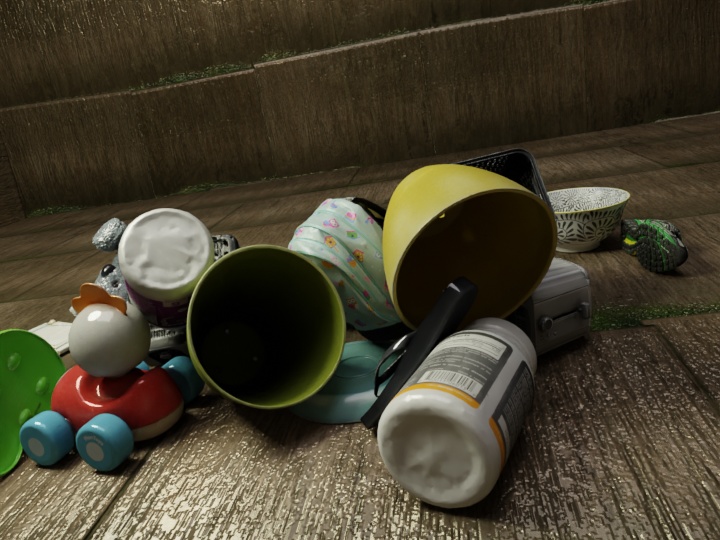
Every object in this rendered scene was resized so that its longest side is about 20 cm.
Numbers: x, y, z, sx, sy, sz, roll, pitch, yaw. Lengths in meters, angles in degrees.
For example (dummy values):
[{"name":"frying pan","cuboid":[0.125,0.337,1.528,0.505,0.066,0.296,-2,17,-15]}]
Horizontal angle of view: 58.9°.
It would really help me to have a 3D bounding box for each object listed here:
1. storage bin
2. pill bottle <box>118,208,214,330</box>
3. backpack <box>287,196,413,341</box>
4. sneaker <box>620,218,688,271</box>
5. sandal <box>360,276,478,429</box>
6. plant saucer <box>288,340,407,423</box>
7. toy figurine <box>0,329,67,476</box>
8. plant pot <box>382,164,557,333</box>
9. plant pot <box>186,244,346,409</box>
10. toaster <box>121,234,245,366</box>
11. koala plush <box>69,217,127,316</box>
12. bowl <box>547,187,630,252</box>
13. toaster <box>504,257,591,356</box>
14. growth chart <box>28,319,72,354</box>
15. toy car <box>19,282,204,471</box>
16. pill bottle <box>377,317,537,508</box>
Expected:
[{"name":"storage bin","cuboid":[0.163,-0.079,0.924,0.198,0.136,0.094,-14,-15,-5]},{"name":"pill bottle","cuboid":[-0.246,0.011,0.826,0.111,0.113,0.200,-15,-16,-19]},{"name":"backpack","cuboid":[0.000,0.000,0.850,0.166,0.200,0.127,-16,30,51]},{"name":"sneaker","cuboid":[0.506,-0.054,1.072,0.084,0.079,0.200,-7,16,7]},{"name":"sandal","cuboid":[0.060,0.089,0.706,0.043,0.201,0.076,37,13,24]},{"name":"plant saucer","cuboid":[-0.004,0.135,0.831,0.198,0.028,0.200,-10,16,3]},{"name":"toy figurine","cuboid":[-0.511,0.192,0.825,0.183,0.151,0.201,-19,38,17]},{"name":"plant pot","cuboid":[0.105,-0.043,0.745,0.198,0.201,0.142,-14,41,-13]},{"name":"plant pot","cuboid":[-0.139,0.087,0.808,0.186,0.189,0.200,-18,-7,-27]},{"name":"toaster","cuboid":[-0.264,0.044,0.994,0.179,0.202,0.119,-11,-24,-1]},{"name":"koala plush","cuboid":[-0.466,0.030,1.276,0.176,0.185,0.201,8,42,17]},{"name":"bowl","cuboid":[0.412,-0.092,1.223,0.199,0.095,0.201,-10,17,3]},{"name":"toaster","cuboid":[0.219,0.041,0.870,0.128,0.115,0.200,-12,14,-22]},{"name":"growth chart","cuboid":[-0.590,0.129,1.204,0.199,0.018,0.144,2,21,34]},{"name":"toy car","cuboid":[-0.319,0.108,0.794,0.175,0.202,0.184,-3,17,23]},{"name":"pill bottle","cuboid":[0.106,0.128,0.632,0.115,0.117,0.200,0,18,29]}]
